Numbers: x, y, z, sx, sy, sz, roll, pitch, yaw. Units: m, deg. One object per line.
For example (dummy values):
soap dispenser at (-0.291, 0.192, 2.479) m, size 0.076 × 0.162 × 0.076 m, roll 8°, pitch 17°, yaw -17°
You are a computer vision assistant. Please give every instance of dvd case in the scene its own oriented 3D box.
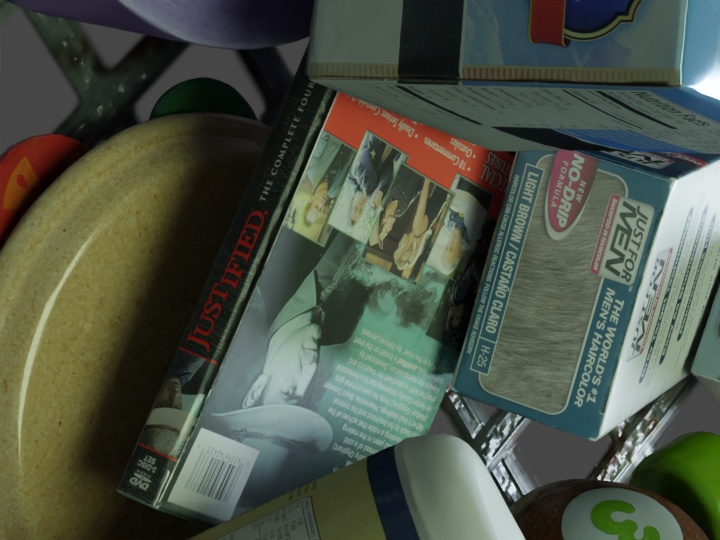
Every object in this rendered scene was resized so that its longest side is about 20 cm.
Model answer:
dvd case at (0.000, 0.000, 1.028) m, size 0.146 × 0.022 × 0.201 m, roll 26°, pitch 85°, yaw -58°

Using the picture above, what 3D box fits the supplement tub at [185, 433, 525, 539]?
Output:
supplement tub at (-0.029, 0.154, 0.969) m, size 0.200 × 0.145 × 0.145 m, roll -25°, pitch 125°, yaw 5°

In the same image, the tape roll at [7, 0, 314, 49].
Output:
tape roll at (-0.057, -0.176, 0.978) m, size 0.200 × 0.085 × 0.201 m, roll -14°, pitch 110°, yaw -41°

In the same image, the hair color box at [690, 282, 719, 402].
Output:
hair color box at (0.201, 0.044, 1.222) m, size 0.200 × 0.099 × 0.061 m, roll 34°, pitch 75°, yaw -73°

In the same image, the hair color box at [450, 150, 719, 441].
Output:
hair color box at (0.102, -0.008, 1.131) m, size 0.200 × 0.060 × 0.100 m, roll -22°, pitch 129°, yaw -69°

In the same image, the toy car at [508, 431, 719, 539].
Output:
toy car at (0.136, 0.155, 1.067) m, size 0.164 × 0.200 × 0.158 m, roll -27°, pitch 106°, yaw -33°

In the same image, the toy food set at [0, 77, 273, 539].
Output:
toy food set at (-0.068, 0.035, 1.048) m, size 0.198 × 0.049 × 0.200 m, roll 28°, pitch 81°, yaw -45°

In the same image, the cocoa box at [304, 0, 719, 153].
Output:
cocoa box at (0.079, -0.143, 0.948) m, size 0.133 × 0.131 × 0.201 m, roll 14°, pitch 81°, yaw -59°
